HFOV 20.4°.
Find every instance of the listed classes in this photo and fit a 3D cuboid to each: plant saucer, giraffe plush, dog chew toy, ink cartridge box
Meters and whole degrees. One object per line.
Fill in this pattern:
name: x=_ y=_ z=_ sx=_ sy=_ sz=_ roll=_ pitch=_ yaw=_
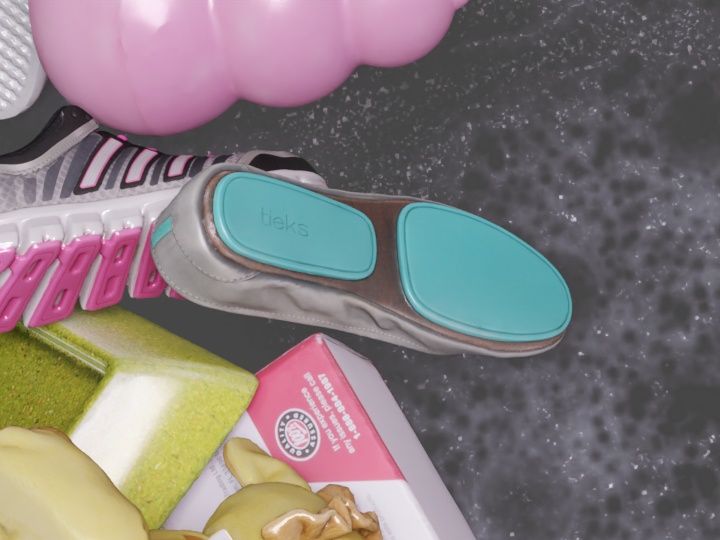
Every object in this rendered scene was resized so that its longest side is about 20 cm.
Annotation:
plant saucer: x=-0.170 y=0.087 z=0.884 sx=0.199 sy=0.048 sz=0.200 roll=22 pitch=72 yaw=47
giraffe plush: x=-0.063 y=0.131 z=0.771 sx=0.199 sy=0.162 sz=0.174 roll=-24 pitch=81 yaw=34
dog chew toy: x=-0.049 y=-0.129 z=0.918 sx=0.198 sy=0.125 sz=0.126 roll=-4 pitch=79 yaw=8
ink cartridge box: x=-0.051 y=0.145 z=0.884 sx=0.199 sy=0.086 sz=0.148 roll=-34 pitch=72 yaw=11

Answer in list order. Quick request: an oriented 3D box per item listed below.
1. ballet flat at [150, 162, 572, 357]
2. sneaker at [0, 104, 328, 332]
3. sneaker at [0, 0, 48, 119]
ballet flat: x=0.000 y=0.000 z=0.873 sx=0.064 sy=0.198 sz=0.068 roll=-32 pitch=51 yaw=50
sneaker: x=-0.106 y=-0.034 z=0.895 sx=0.088 sy=0.198 sz=0.074 roll=57 pitch=142 yaw=29
sneaker: x=-0.168 y=-0.183 z=0.992 sx=0.075 sy=0.105 sz=0.202 roll=5 pitch=111 yaw=20
